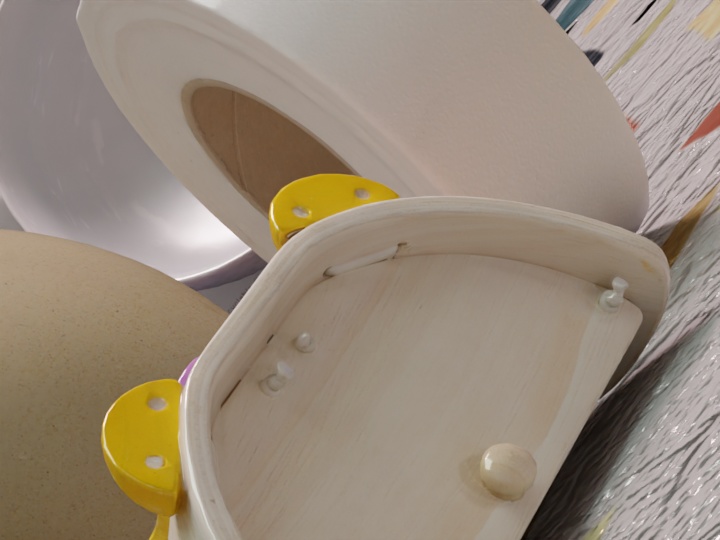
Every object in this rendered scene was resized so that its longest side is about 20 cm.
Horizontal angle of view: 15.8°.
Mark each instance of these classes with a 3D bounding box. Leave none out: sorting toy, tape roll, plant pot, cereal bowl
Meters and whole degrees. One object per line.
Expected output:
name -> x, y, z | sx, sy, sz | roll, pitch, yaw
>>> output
sorting toy -> -0.017, 0.090, 0.713 | 0.200, 0.107, 0.180 | -54, -12, -48
tape roll -> 0.000, -0.052, 0.895 | 0.071, 0.202, 0.202 | -50, 5, -18
plant pot -> -0.096, 0.077, 0.978 | 0.134, 0.201, 0.200 | -6, 25, 22
cereal bowl -> -0.080, -0.086, 1.259 | 0.200, 0.200, 0.083 | -48, -19, 10

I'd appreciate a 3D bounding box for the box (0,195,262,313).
box -> -0.068, -0.042, 1.396 | 0.199, 0.200, 0.131 | -48, 7, 15
